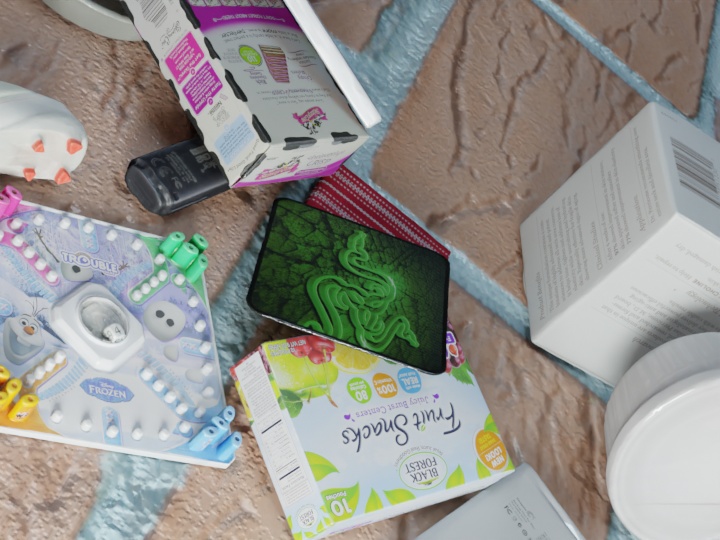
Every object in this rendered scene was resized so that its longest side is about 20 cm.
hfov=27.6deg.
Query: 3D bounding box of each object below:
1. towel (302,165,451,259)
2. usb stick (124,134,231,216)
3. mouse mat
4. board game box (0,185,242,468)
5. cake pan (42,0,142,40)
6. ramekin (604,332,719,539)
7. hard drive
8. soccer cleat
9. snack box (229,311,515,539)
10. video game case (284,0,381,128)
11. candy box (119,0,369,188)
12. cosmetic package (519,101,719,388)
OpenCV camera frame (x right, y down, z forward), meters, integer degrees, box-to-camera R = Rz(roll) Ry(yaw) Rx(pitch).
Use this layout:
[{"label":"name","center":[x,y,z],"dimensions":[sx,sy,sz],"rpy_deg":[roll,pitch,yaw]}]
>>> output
[{"label":"towel","center":[0.000,0.000,1.259],"dimensions":[0.144,0.022,0.200],"rpy_deg":[39,36,-9]},{"label":"usb stick","center":[-0.118,-0.091,1.224],"dimensions":[0.056,0.033,0.200],"rpy_deg":[53,37,6]},{"label":"mouse mat","center":[-0.004,0.008,1.169],"dimensions":[0.160,0.008,0.200],"rpy_deg":[20,29,-6]},{"label":"board game box","center":[-0.183,0.035,1.044],"dimensions":[0.199,0.026,0.201],"rpy_deg":[15,46,-34]},{"label":"cake pan","center":[-0.230,-0.280,1.290],"dimensions":[0.200,0.037,0.201],"rpy_deg":[26,41,-25]},{"label":"ramekin","center":[0.304,0.144,1.281],"dimensions":[0.202,0.203,0.094],"rpy_deg":[28,26,-22]},{"label":"hard drive","center":[0.113,0.239,1.136],"dimensions":[0.132,0.026,0.200],"rpy_deg":[53,37,11]},{"label":"soccer cleat","center":[-0.291,-0.106,1.050],"dimensions":[0.199,0.069,0.078],"rpy_deg":[8,34,-40]},{"label":"snack box","center":[0.012,0.115,1.115],"dimensions":[0.200,0.053,0.143],"rpy_deg":[-8,70,-44]},{"label":"video game case","center":[-0.034,-0.206,1.319],"dimensions":[0.143,0.017,0.200],"rpy_deg":[56,5,-16]},{"label":"candy box","center":[-0.098,-0.170,1.236],"dimensions":[0.136,0.061,0.200],"rpy_deg":[-11,64,-52]},{"label":"cosmetic package","center":[0.278,-0.013,1.391],"dimensions":[0.166,0.200,0.168],"rpy_deg":[27,39,-24]}]
